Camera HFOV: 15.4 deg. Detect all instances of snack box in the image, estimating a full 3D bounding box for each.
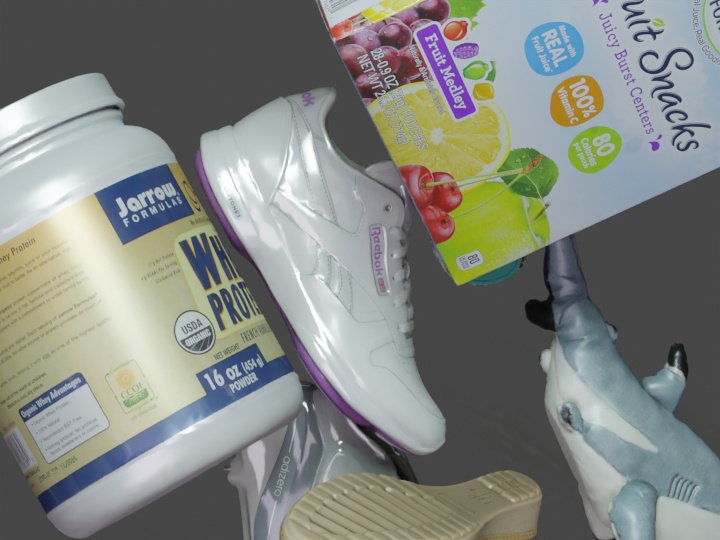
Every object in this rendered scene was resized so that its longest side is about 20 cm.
[{"bbox_3d":[0.099,-0.105,1.226,0.200,0.068,0.169,-26,132,4],"label":"snack box"}]

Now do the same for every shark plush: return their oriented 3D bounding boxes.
[{"bbox_3d":[0.139,0.067,1.398,0.083,0.091,0.200,-25,85,-5],"label":"shark plush"}]

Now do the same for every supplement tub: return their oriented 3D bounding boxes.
[{"bbox_3d":[-0.133,0.017,1.330,0.144,0.144,0.200,-30,87,16],"label":"supplement tub"}]

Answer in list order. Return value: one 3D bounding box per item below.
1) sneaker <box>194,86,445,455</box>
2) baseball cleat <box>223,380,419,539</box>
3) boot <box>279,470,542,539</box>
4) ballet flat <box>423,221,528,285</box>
[{"bbox_3d":[0.000,0.000,1.353,0.100,0.075,0.200,-31,96,3],"label":"sneaker"},{"bbox_3d":[-0.017,0.156,1.426,0.106,0.070,0.200,-4,111,8],"label":"baseball cleat"},{"bbox_3d":[0.012,0.189,1.376,0.072,0.200,0.167,34,112,34],"label":"boot"},{"bbox_3d":[0.058,-0.090,1.320,0.072,0.072,0.201,5,123,5],"label":"ballet flat"}]
